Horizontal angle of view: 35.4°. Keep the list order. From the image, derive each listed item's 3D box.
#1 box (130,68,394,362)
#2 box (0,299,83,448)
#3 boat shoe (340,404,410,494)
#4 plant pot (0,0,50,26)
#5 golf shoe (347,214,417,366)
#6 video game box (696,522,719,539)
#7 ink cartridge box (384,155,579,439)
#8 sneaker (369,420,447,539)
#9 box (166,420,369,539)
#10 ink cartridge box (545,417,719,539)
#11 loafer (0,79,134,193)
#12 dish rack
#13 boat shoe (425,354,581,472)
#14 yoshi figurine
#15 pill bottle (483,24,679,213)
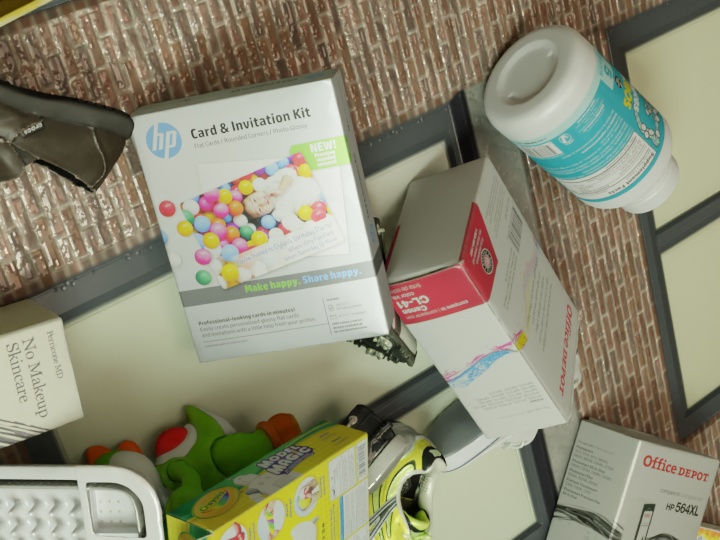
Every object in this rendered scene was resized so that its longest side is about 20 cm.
[{"bbox_3d":[-0.070,-0.037,0.847,0.156,0.041,0.200,-9,109,11],"label":"box"},{"bbox_3d":[-0.294,0.089,0.748,0.200,0.068,0.082,-20,110,-31],"label":"box"},{"bbox_3d":[-0.043,0.202,0.956,0.200,0.060,0.074,-50,165,3],"label":"boat shoe"},{"bbox_3d":[-0.283,-0.222,0.630,0.200,0.176,0.200,-36,117,-25],"label":"plant pot"},{"bbox_3d":[0.000,0.000,0.942,0.088,0.077,0.200,-52,124,-23],"label":"golf shoe"},{"bbox_3d":[0.389,0.386,1.315,0.200,0.047,0.183,19,85,-37],"label":"video game box"},{"bbox_3d":[0.110,0.026,0.983,0.200,0.085,0.148,56,33,-30],"label":"ink cartridge box"},{"bbox_3d":[0.019,0.237,0.999,0.075,0.076,0.200,10,94,-38],"label":"sneaker"},{"bbox_3d":[-0.068,0.199,0.807,0.200,0.048,0.118,-25,119,-52],"label":"box"},{"bbox_3d":[0.279,0.271,1.188,0.146,0.084,0.200,18,89,-37],"label":"ink cartridge box"},{"bbox_3d":[-0.245,-0.090,0.746,0.200,0.073,0.072,9,94,-36],"label":"loafer"},{"bbox_3d":[-0.222,0.207,0.780,0.200,0.044,0.172,-1,104,8],"label":"dish rack"},{"bbox_3d":[0.144,0.137,1.072,0.200,0.074,0.065,-36,113,-24],"label":"boat shoe"},{"bbox_3d":[-0.134,0.180,0.861,0.200,0.112,0.113,-12,112,-31],"label":"yoshi figurine"},{"bbox_3d":[0.214,-0.130,1.048,0.200,0.111,0.111,33,79,-36],"label":"pill bottle"}]
